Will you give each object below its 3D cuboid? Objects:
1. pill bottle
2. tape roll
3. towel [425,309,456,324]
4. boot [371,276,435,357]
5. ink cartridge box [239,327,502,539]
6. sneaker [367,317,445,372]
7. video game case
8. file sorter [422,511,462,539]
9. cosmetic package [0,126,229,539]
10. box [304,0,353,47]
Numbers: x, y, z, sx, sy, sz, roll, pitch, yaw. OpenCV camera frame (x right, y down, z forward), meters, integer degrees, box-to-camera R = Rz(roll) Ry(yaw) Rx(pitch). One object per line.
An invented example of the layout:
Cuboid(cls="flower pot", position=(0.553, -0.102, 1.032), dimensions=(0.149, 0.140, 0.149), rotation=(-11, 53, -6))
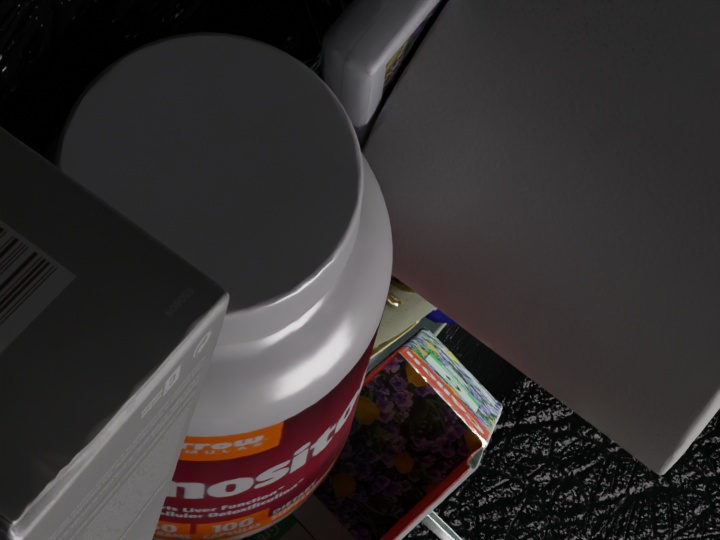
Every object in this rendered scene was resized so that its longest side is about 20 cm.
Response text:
Cuboid(cls="pill bottle", position=(-0.050, 0.009, 0.743), dimensions=(0.113, 0.113, 0.200), rotation=(-52, 171, -19))
Cuboid(cls="tape roll", position=(0.106, -0.051, 0.806), dimensions=(0.203, 0.139, 0.203), rotation=(-51, 170, -12))
Cuboid(cls="towel", position=(0.087, -0.069, 1.220), dimensions=(0.148, 0.050, 0.200), rotation=(9, 104, -51))
Cuboid(cls="boot", position=(0.000, 0.000, 0.976), dimensions=(0.200, 0.072, 0.155), rotation=(-41, -177, -13))
Cuboid(cls="ink cartridge box", position=(-0.006, 0.079, 0.882), dimensions=(0.109, 0.050, 0.200), rotation=(-43, 178, 6))
Cuboid(cls="sneaker", position=(0.031, -0.006, 1.284), dimensions=(0.200, 0.075, 0.106), rotation=(-59, 169, 24))
Cuboid(cls="video game case", position=(0.052, -0.110, 0.819), dimensions=(0.200, 0.023, 0.182), rotation=(-51, 171, -15))
Cuboid(cls="file sorter", position=(-0.038, 0.183, 1.251), dimensions=(0.200, 0.125, 0.139), rotation=(-47, 151, -2))
Cuboid(cls="cosmetic package", position=(-0.109, 0.050, 0.600), dimensions=(0.090, 0.107, 0.200), rotation=(-50, 169, -34))
Cuboid(cls="box", position=(0.057, -0.161, 0.888), dimensions=(0.200, 0.050, 0.158), rotation=(-54, 172, -4))
